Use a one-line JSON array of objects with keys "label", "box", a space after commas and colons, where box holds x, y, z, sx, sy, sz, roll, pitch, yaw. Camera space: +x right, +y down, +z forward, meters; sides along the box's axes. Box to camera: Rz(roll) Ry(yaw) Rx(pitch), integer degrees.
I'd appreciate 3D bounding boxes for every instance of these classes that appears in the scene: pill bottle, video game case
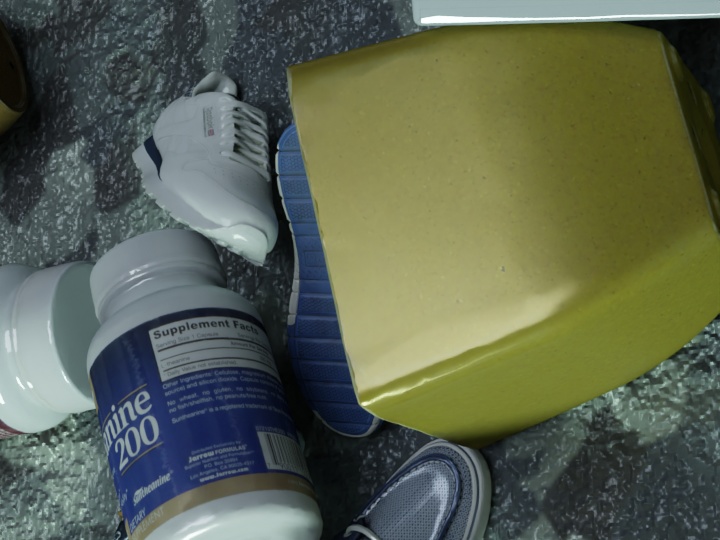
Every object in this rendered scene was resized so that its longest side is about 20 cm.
[{"label": "pill bottle", "box": [-0.099, 0.081, 1.066, 0.110, 0.111, 0.202, -32, 58, 21]}, {"label": "video game case", "box": [0.139, -0.177, 0.983, 0.198, 0.183, 0.023, 0, 118, 13]}, {"label": "pill bottle", "box": [-0.257, 0.058, 1.222, 0.198, 0.114, 0.116, -12, 75, 28]}]

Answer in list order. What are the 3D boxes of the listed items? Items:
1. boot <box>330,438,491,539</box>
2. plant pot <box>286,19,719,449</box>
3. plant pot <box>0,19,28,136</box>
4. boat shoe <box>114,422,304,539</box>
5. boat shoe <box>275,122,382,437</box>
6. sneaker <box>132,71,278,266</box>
[{"label": "boot", "box": [-0.001, 0.185, 1.064, 0.073, 0.090, 0.201, 36, 100, 30]}, {"label": "plant pot", "box": [0.102, -0.031, 0.995, 0.198, 0.195, 0.196, -18, 72, 18]}, {"label": "plant pot", "box": [-0.344, -0.116, 1.281, 0.198, 0.186, 0.188, -22, 71, 12]}, {"label": "boat shoe", "box": [-0.126, 0.149, 1.161, 0.201, 0.071, 0.091, -48, 61, 6]}, {"label": "boat shoe", "box": [0.000, 0.000, 1.103, 0.072, 0.072, 0.202, 6, 110, 29]}, {"label": "sneaker", "box": [-0.089, -0.068, 1.133, 0.081, 0.076, 0.200, -50, 30, 5]}]
